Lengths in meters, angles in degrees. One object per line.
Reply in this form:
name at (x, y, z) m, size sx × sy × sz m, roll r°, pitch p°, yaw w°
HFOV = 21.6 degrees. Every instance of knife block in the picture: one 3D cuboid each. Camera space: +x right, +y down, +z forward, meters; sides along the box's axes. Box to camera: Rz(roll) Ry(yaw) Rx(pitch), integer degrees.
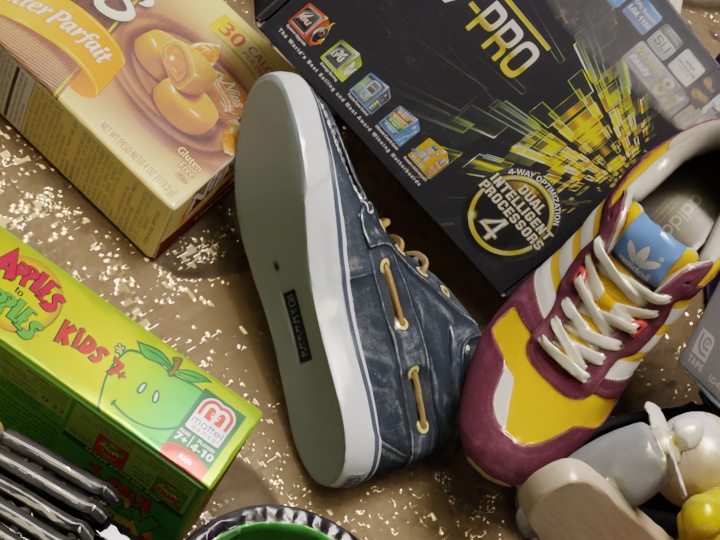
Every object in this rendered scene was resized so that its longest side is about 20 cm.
knife block at (-0.191, 0.106, 0.818) m, size 0.198 × 0.177 × 0.064 m, roll 2°, pitch 43°, yaw 34°

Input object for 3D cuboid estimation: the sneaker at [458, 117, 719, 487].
sneaker at (0.114, 0.010, 0.878) m, size 0.075 × 0.090 × 0.201 m, roll 35°, pitch 80°, yaw 6°

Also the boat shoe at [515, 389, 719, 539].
boat shoe at (0.175, 0.102, 0.957) m, size 0.198 × 0.062 × 0.075 m, roll -2°, pitch 59°, yaw -25°

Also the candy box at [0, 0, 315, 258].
candy box at (-0.134, -0.117, 0.969) m, size 0.200 × 0.055 × 0.115 m, roll 43°, pitch 55°, yaw 7°

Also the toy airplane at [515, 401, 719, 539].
toy airplane at (0.141, 0.134, 0.844) m, size 0.197 × 0.200 × 0.143 m, roll 9°, pitch 63°, yaw -11°

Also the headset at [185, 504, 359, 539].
headset at (-0.011, 0.192, 0.807) m, size 0.123 × 0.094 × 0.201 m, roll -26°, pitch 78°, yaw -32°

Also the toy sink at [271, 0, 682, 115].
toy sink at (0.066, -0.144, 1.032) m, size 0.198 × 0.112 × 0.131 m, roll 22°, pitch 54°, yaw -8°

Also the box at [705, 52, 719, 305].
box at (0.265, -0.055, 1.035) m, size 0.103 × 0.148 × 0.202 m, roll 13°, pitch 56°, yaw -14°

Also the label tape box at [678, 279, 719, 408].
label tape box at (0.257, -0.012, 0.871) m, size 0.142 × 0.201 × 0.066 m, roll 17°, pitch 19°, yaw -28°

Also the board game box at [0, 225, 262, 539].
board game box at (-0.148, 0.044, 0.838) m, size 0.199 × 0.102 × 0.048 m, roll 35°, pitch 54°, yaw 2°

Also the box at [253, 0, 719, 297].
box at (0.069, -0.108, 0.934) m, size 0.200 × 0.161 × 0.049 m, roll 47°, pitch 13°, yaw -20°

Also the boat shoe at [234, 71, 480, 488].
boat shoe at (0.000, 0.000, 0.927) m, size 0.090 × 0.071 × 0.203 m, roll -9°, pitch 88°, yaw -33°
